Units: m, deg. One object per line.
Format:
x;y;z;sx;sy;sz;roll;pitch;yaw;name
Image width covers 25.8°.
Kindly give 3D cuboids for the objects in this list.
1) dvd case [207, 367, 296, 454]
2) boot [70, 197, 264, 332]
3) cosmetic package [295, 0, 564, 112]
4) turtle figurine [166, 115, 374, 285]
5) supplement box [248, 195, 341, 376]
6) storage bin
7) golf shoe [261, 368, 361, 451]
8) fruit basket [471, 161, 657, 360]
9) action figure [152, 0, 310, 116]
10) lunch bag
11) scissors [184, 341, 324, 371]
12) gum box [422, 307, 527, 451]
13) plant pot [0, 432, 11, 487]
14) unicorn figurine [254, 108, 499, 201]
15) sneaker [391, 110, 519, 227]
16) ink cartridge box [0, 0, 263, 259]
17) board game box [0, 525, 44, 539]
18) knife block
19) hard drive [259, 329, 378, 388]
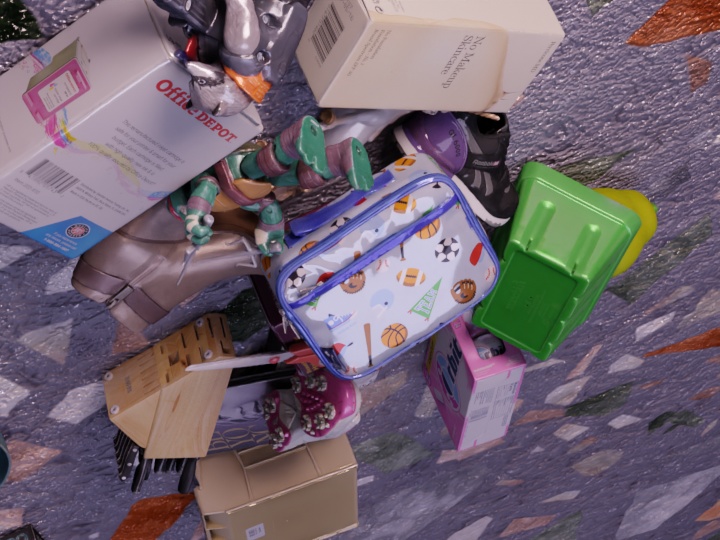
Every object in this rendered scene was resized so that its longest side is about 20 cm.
-0.121;0.158;1.743;0.198;0.016;0.149;-10;148;6;dvd case
-0.159;-0.001;1.419;0.146;0.070;0.200;-47;127;10;boot
0.055;-0.190;1.285;0.198;0.074;0.104;-2;145;-33;cosmetic package
-0.096;-0.061;1.282;0.199;0.102;0.149;-23;174;31;turtle figurine
0.000;0.000;1.534;0.199;0.104;0.131;-25;153;0;supplement box
-0.104;0.269;1.927;0.197;0.094;0.201;-18;152;-10;storage bin
-0.033;0.139;1.638;0.091;0.076;0.200;-5;170;-25;golf shoe
0.221;-0.031;1.655;0.217;0.155;0.216;-62;174;-11;fruit basket
-0.074;-0.197;1.089;0.195;0.104;0.200;-65;156;5;action figure
0.014;-0.003;1.398;0.199;0.076;0.161;-33;126;-1;lunch bag
-0.073;0.086;1.500;0.198;0.014;0.073;-16;153;-17;scissors
0.129;0.110;1.810;0.066;0.114;0.201;-17;152;-13;gum box
-0.427;0.140;1.410;0.198;0.136;0.201;-18;152;-10;plant pot
-0.004;-0.126;1.362;0.199;0.074;0.137;-26;167;36;unicorn figurine
0.117;-0.106;1.479;0.087;0.076;0.200;-39;149;15;sneaker
-0.197;-0.112;1.210;0.199;0.085;0.144;-31;152;14;ink cartridge box
-0.469;0.377;1.898;0.198;0.028;0.136;-22;153;-5;board game box
-0.182;0.153;1.652;0.199;0.064;0.176;-30;136;11;knife block
-0.034;0.080;1.716;0.139;0.038;0.201;-12;151;-20;hard drive
